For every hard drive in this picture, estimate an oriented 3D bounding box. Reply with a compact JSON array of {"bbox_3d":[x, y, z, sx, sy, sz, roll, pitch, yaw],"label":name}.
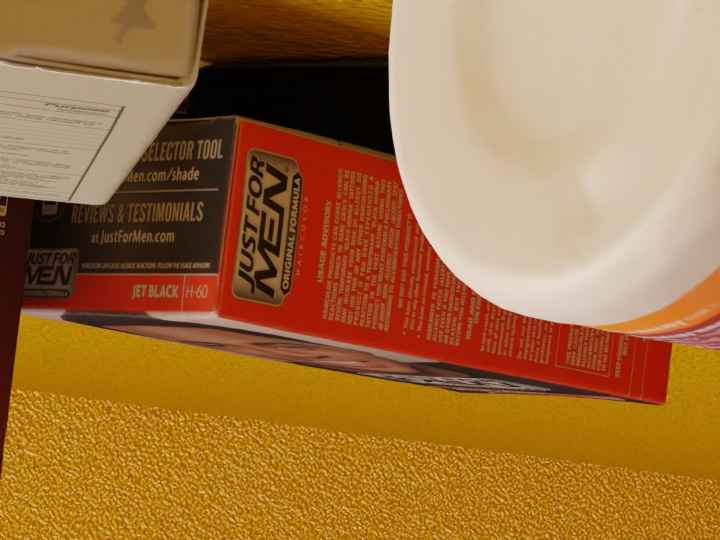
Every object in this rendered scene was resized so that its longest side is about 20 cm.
[{"bbox_3d":[0.055,-0.035,0.908,0.139,0.033,0.200,1,172,34],"label":"hard drive"}]

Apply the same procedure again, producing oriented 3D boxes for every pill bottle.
[{"bbox_3d":[0.116,-0.033,0.506,0.200,0.114,0.114,10,173,-33],"label":"pill bottle"}]

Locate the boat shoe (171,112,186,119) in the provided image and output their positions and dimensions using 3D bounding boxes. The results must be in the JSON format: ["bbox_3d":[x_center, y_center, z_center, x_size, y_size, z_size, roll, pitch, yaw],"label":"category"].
[{"bbox_3d":[-0.063,-0.023,0.972,0.200,0.071,0.070,19,167,-30],"label":"boat shoe"}]

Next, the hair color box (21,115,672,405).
[{"bbox_3d":[0.000,0.000,0.846,0.200,0.061,0.101,13,171,-42],"label":"hair color box"}]

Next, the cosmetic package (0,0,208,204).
[{"bbox_3d":[-0.093,-0.065,0.598,0.105,0.071,0.200,8,173,-11],"label":"cosmetic package"}]

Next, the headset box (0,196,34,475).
[{"bbox_3d":[-0.158,0.016,0.804,0.075,0.200,0.149,9,172,-24],"label":"headset box"}]
